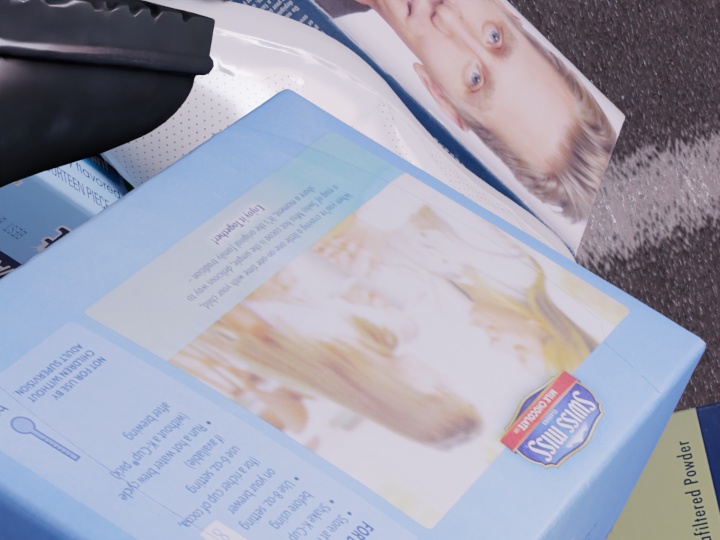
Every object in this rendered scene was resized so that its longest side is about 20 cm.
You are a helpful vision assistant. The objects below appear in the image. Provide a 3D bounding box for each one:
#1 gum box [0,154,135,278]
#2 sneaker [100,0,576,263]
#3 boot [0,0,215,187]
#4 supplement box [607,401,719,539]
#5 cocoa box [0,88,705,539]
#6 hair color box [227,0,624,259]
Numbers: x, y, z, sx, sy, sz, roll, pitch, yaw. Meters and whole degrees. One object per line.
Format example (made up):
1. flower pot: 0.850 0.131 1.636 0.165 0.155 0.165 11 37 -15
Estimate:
1. gum box: -0.109 -0.071 0.871 0.170 0.044 0.201 37 26 -45
2. sneaker: 0.000 0.000 0.802 0.199 0.074 0.116 30 27 -26
3. boot: -0.125 0.010 0.601 0.198 0.073 0.164 -2 102 -43
4. supplement box: 0.043 0.149 0.809 0.200 0.199 0.135 63 15 -67
5. cocoa box: -0.029 0.068 0.612 0.133 0.132 0.200 31 31 12
6. hair color box: -0.004 -0.082 0.915 0.200 0.060 0.100 43 34 -12
